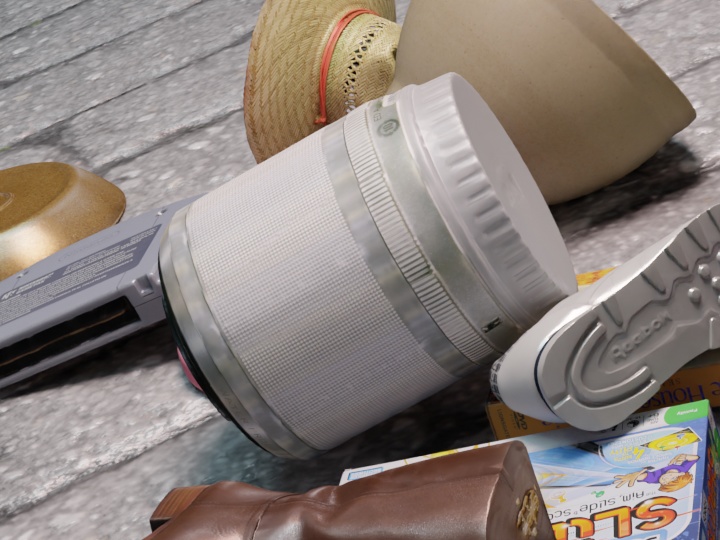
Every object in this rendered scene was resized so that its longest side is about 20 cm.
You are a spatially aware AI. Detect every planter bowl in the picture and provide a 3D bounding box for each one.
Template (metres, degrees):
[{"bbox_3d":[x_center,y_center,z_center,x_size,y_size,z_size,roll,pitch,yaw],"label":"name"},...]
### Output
[{"bbox_3d":[0.099,-0.118,1.541,0.135,0.200,0.200,-47,25,2],"label":"planter bowl"}]

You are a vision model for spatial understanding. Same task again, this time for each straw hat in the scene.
[{"bbox_3d":[0.010,-0.131,1.627,0.085,0.201,0.201,17,39,29],"label":"straw hat"}]

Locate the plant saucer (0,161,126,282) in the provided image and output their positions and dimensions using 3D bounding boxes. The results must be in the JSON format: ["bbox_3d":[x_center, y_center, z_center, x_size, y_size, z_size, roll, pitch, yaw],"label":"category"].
[{"bbox_3d":[-0.279,-0.036,1.814,0.200,0.035,0.200,-17,23,7],"label":"plant saucer"}]

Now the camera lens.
[{"bbox_3d":[0.000,0.000,1.320,0.200,0.160,0.160,-29,21,13],"label":"camera lens"}]

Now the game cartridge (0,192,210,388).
[{"bbox_3d":[-0.185,0.016,1.587,0.200,0.042,0.133,-23,16,22],"label":"game cartridge"}]

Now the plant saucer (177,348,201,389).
[{"bbox_3d":[-0.025,0.010,1.499,0.200,0.051,0.201,-16,24,7],"label":"plant saucer"}]

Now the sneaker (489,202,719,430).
[{"bbox_3d":[0.157,0.016,1.247,0.200,0.076,0.080,-26,6,-22],"label":"sneaker"}]

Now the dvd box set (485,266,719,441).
[{"bbox_3d":[0.177,0.033,1.315,0.200,0.029,0.146,-11,24,19],"label":"dvd box set"}]

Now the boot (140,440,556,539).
[{"bbox_3d":[-0.015,0.144,1.103,0.200,0.064,0.186,-6,29,18],"label":"boot"}]

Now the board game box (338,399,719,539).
[{"bbox_3d":[0.077,0.129,1.173,0.200,0.034,0.135,-13,24,16],"label":"board game box"}]
